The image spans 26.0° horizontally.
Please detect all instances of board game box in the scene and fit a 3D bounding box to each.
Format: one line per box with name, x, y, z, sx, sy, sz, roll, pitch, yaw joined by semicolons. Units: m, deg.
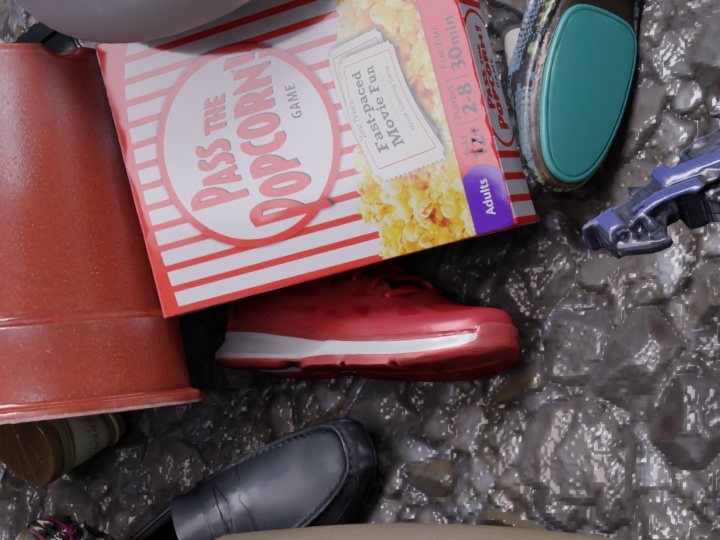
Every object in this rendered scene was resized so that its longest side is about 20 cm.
board game box;-0.025;-0.072;0.806;0.200;0.046;0.152;-16;89;21

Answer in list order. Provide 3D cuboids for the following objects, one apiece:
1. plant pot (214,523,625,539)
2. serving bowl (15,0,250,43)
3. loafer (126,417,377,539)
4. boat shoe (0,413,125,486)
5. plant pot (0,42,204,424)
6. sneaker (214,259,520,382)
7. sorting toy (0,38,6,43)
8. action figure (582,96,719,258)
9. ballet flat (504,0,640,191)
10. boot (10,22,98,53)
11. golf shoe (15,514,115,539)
plant pot;0.045;0.193;0.719;0.200;0.187;0.188;-17;68;20
serving bowl;-0.084;-0.177;0.795;0.200;0.066;0.200;-20;35;14
loafer;-0.074;0.148;0.878;0.201;0.070;0.068;-38;58;25
boat shoe;-0.234;0.078;1.035;0.200;0.063;0.073;32;130;40
plant pot;-0.195;-0.015;0.860;0.201;0.201;0.196;-8;86;37
sneaker;0.000;0.000;0.853;0.200;0.078;0.116;-2;79;37
sorting toy;-0.258;-0.058;0.984;0.200;0.036;0.185;41;104;10
action figure;0.205;-0.024;0.684;0.200;0.105;0.194;-28;55;2
ballet flat;0.110;-0.137;0.814;0.074;0.074;0.200;10;80;39
boot;-0.174;-0.087;1.021;0.198;0.073;0.163;-39;64;27
golf shoe;-0.138;0.228;0.856;0.092;0.073;0.200;-31;96;29
